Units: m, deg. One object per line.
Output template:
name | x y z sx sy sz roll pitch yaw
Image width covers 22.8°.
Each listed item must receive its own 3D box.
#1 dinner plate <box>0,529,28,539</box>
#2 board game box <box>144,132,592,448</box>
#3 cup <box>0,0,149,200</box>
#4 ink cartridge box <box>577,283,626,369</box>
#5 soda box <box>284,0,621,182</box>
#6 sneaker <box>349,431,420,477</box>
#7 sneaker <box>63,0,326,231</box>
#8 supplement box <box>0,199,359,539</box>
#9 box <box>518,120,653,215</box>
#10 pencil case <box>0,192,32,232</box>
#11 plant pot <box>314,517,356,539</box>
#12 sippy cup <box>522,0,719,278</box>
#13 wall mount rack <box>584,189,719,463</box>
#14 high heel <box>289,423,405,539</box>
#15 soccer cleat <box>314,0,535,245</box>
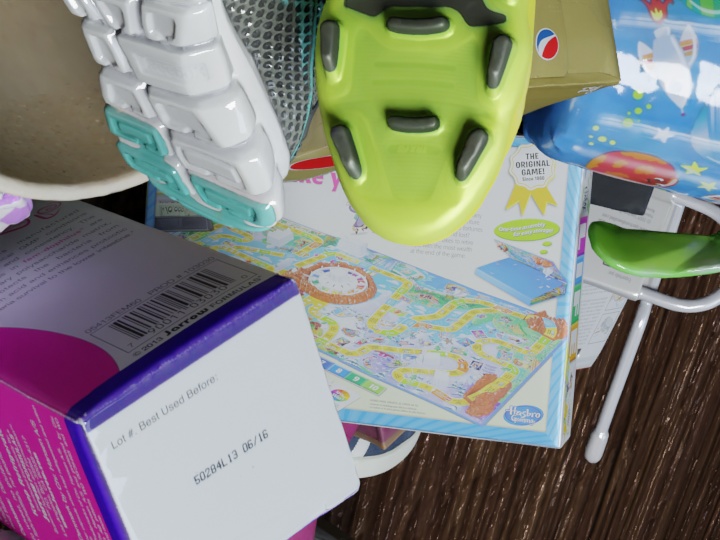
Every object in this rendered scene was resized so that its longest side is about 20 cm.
dinner plate | -0.168 0.136 0.790 0.200 0.199 0.024 37 53 -58
board game box | 0.000 0.000 0.803 0.034 0.199 0.135 -17 112 -75
cup | -0.110 -0.146 0.602 0.200 0.143 0.201 -33 144 -29
ink cartridge box | 0.146 -0.029 1.140 0.109 0.050 0.201 -5 125 -51
soda box | 0.006 -0.082 0.691 0.064 0.200 0.068 -7 87 -37
sneaker | -0.025 0.067 0.988 0.199 0.075 0.085 -12 124 -52
sneaker | -0.047 -0.105 0.541 0.091 0.077 0.200 -56 156 -28
supplement box | -0.108 0.046 0.719 0.101 0.200 0.104 -33 123 -28
box | 0.117 -0.140 0.865 0.200 0.078 0.142 -84 -175 -59
pencil case | -0.211 0.009 0.676 0.200 0.085 0.084 -45 144 -12
plant pot | -0.063 0.223 0.983 0.178 0.199 0.200 -61 148 1
sippy cup | 0.134 -0.086 0.701 0.129 0.140 0.179 6 89 -11
wall mount rack | 0.105 0.002 0.996 0.075 0.199 0.175 77 34 -78
high heel | -0.043 0.082 0.885 0.200 0.067 0.097 -46 133 -39
soccer cleat | 0.021 -0.102 0.536 0.084 0.064 0.202 49 36 -71
